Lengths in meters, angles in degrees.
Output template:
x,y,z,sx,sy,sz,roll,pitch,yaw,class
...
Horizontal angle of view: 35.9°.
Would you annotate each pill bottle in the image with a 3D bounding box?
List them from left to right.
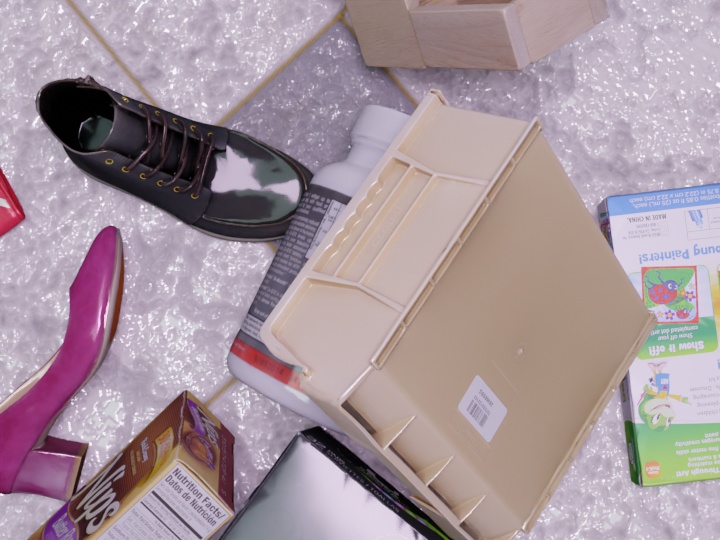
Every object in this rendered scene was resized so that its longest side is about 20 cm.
x,y,z,sx,sy,sz,roll,pitch,yaw,class
0.000,0.000,0.749,0.114,0.116,0.203,25,87,5,pill bottle

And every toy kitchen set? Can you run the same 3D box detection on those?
x,y,z,sx,sy,sz,roll,pitch,yaw,class
0.076,-0.257,0.714,0.162,0.180,0.203,-32,115,-23,toy kitchen set

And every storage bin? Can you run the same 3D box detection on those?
x,y,z,sx,sy,sz,roll,pitch,yaw,class
0.066,0.038,0.677,0.093,0.200,0.200,19,67,47,storage bin

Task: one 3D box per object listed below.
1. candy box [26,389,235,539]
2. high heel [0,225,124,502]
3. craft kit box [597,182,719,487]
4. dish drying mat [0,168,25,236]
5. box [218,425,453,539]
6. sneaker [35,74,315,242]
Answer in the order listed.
x,y,z,sx,sy,sz,roll,pitch,yaw,class
-0.169,0.181,0.729,0.199,0.117,0.057,-42,105,5,candy box
-0.226,0.060,0.782,0.094,0.067,0.204,14,99,-6,high heel
0.275,0.038,0.769,0.196,0.049,0.202,-6,82,3,craft kit box
-0.347,-0.017,0.819,0.198,0.018,0.078,-32,85,0,dish drying mat
0.007,0.211,0.714,0.199,0.149,0.125,37,86,5,box
-0.125,-0.072,0.767,0.196,0.106,0.076,15,86,4,sneaker
